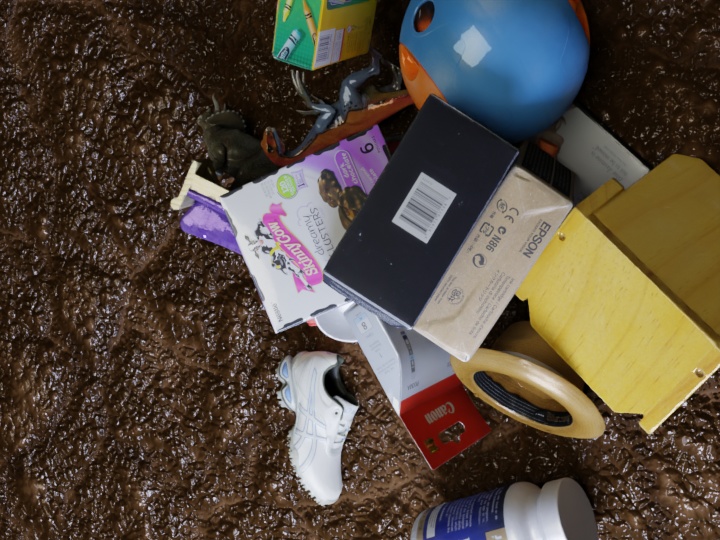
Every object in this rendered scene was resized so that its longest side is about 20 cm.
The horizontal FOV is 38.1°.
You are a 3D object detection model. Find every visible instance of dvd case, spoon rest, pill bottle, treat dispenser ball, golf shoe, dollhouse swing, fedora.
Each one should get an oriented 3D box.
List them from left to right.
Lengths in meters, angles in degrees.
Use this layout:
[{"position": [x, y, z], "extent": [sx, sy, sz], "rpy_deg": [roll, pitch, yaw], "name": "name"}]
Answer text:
[{"position": [-0.044, 0.202, 1.347], "extent": [0.096, 0.078, 0.202], "rpy_deg": [-13, 91, 26], "name": "golf shoe"}, {"position": [0.000, 0.000, 1.278], "extent": [0.098, 0.061, 0.202], "rpy_deg": [9, 112, -10], "name": "spoon rest"}, {"position": [0.139, -0.232, 1.091], "extent": [0.199, 0.200, 0.204], "rpy_deg": [5, 100, 31], "name": "treat dispenser ball"}, {"position": [0.166, 0.311, 1.207], "extent": [0.199, 0.115, 0.117], "rpy_deg": [-25, 84, 32], "name": "pill bottle"}, {"position": [0.193, 0.111, 1.151], "extent": [0.199, 0.201, 0.082], "rpy_deg": [19, 70, 28], "name": "fedora"}, {"position": [0.213, -0.083, 1.175], "extent": [0.143, 0.017, 0.201], "rpy_deg": [45, 118, 17], "name": "dvd case"}, {"position": [0.305, 0.013, 1.067], "extent": [0.200, 0.175, 0.182], "rpy_deg": [46, 133, 17], "name": "dollhouse swing"}]

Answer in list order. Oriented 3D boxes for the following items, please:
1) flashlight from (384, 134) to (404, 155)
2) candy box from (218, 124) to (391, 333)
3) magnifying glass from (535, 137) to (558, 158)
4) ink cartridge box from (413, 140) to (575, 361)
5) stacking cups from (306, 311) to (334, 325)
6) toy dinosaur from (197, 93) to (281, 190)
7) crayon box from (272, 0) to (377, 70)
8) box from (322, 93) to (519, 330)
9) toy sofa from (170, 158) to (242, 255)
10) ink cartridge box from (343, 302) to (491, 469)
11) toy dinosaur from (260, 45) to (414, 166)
[{"position": [0.046, -0.133, 1.243], "extent": [0.198, 0.067, 0.069], "rpy_deg": [-6, 89, 31], "name": "flashlight"}, {"position": [-0.037, -0.045, 1.185], "extent": [0.198, 0.072, 0.169], "rpy_deg": [-24, 90, 2], "name": "candy box"}, {"position": [0.173, -0.053, 1.184], "extent": [0.079, 0.022, 0.202], "rpy_deg": [31, 114, 24], "name": "magnifying glass"}, {"position": [0.142, -0.025, 1.094], "extent": [0.075, 0.165, 0.201], "rpy_deg": [32, 111, 2], "name": "ink cartridge box"}, {"position": [-0.071, -0.031, 1.335], "extent": [0.060, 0.060, 0.203], "rpy_deg": [-5, 95, 32], "name": "stacking cups"}, {"position": [-0.151, -0.137, 1.356], "extent": [0.200, 0.077, 0.102], "rpy_deg": [40, 83, 6], "name": "toy dinosaur"}, {"position": [-0.027, -0.324, 1.105], "extent": [0.058, 0.119, 0.202], "rpy_deg": [22, 119, 23], "name": "crayon box"}, {"position": [0.053, -0.050, 1.055], "extent": [0.103, 0.182, 0.201], "rpy_deg": [32, 86, 1], "name": "box"}, {"position": [-0.129, -0.052, 1.269], "extent": [0.198, 0.083, 0.098], "rpy_deg": [26, 98, 0], "name": "toy sofa"}, {"position": [0.082, 0.110, 1.202], "extent": [0.047, 0.160, 0.201], "rpy_deg": [-36, 79, 31], "name": "ink cartridge box"}, {"position": [-0.030, -0.182, 1.237], "extent": [0.200, 0.105, 0.182], "rpy_deg": [42, 102, 35], "name": "toy dinosaur"}]
